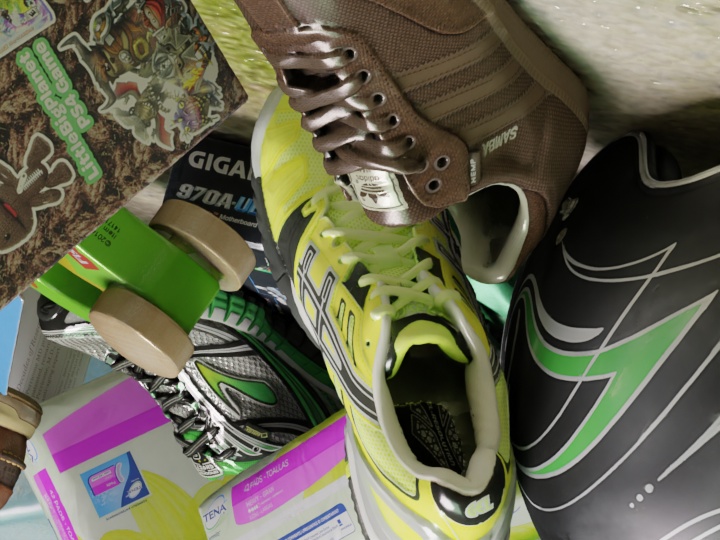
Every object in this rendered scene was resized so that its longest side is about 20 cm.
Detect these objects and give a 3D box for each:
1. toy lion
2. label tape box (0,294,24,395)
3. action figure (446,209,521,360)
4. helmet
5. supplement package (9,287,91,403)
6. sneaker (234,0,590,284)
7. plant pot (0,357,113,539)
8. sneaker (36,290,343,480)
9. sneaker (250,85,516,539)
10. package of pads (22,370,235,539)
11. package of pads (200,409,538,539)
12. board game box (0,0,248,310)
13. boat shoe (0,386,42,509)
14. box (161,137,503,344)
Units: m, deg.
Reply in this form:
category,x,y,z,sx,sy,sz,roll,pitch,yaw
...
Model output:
category,x,y,z,sx,sy,sz,roll,pitch,yaw
toy lion,-0.166,-0.042,0.993,0.200,0.069,0.191,43,160,-26
label tape box,-0.224,-0.027,0.922,0.200,0.063,0.144,50,160,7
action figure,0.066,0.006,0.936,0.199,0.119,0.055,30,132,-19
helmet,0.148,0.045,0.811,0.199,0.202,0.191,20,-176,-22
supplement package,-0.233,-0.005,1.191,0.116,0.118,0.200,9,167,30
sneaker,0.014,-0.056,0.743,0.070,0.076,0.200,6,165,39
plant pot,-0.179,0.080,1.372,0.198,0.198,0.196,-2,162,23
sneaker,-0.071,0.054,1.113,0.199,0.086,0.078,25,166,-33
sneaker,0.016,0.011,0.834,0.075,0.201,0.077,-15,160,-17
package of pads,-0.064,0.109,1.203,0.199,0.156,0.068,-25,175,-20
package of pads,0.047,0.093,1.077,0.199,0.069,0.154,-9,163,-40
board game box,-0.165,-0.033,0.735,0.159,0.200,0.097,-3,124,54
boat shoe,-0.259,0.074,1.131,0.198,0.068,0.072,12,167,9
box,0.000,0.000,1.090,0.158,0.046,0.200,14,168,9
